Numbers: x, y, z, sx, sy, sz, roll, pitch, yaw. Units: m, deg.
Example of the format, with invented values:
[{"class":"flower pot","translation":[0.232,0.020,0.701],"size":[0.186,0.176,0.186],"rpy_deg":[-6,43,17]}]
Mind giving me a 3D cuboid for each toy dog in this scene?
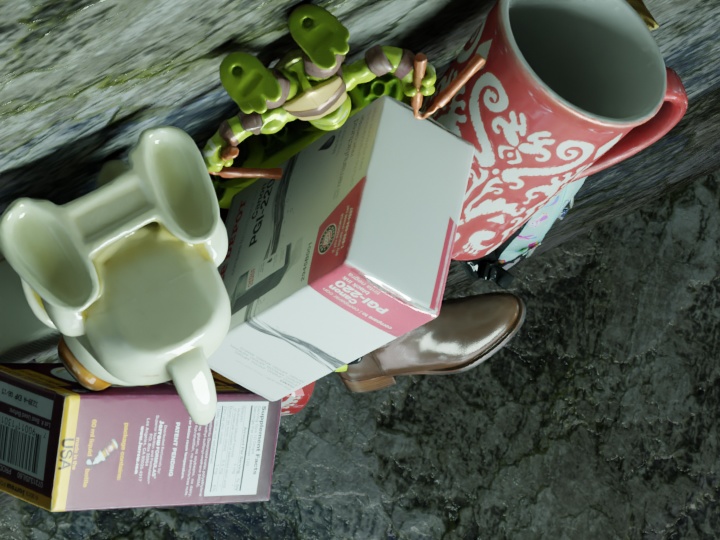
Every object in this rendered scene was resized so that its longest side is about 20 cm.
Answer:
[{"class":"toy dog","translation":[-0.144,0.014,1.483],"size":[0.139,0.194,0.200],"rpy_deg":[-39,178,-14]}]

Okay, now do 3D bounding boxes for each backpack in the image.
[{"class":"backpack","translation":[0.123,-0.100,1.954],"size":[0.127,0.167,0.200],"rpy_deg":[-42,175,-30]}]

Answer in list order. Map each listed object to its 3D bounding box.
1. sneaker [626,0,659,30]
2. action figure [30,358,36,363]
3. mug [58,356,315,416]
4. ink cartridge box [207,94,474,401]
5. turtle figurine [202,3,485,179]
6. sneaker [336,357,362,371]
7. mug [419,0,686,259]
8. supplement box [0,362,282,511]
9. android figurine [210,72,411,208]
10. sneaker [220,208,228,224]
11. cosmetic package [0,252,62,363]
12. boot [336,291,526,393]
[{"class":"sneaker","translation":[0.170,-0.185,1.702],"size":[0.090,0.075,0.200],"rpy_deg":[-34,172,13]},{"class":"action figure","translation":[-0.213,0.081,1.813],"size":[0.130,0.200,0.069],"rpy_deg":[6,-151,31]},{"class":"mug","translation":[-0.137,0.072,1.953],"size":[0.200,0.134,0.177],"rpy_deg":[0,165,-32]},{"class":"ink cartridge box","translation":[-0.022,-0.013,1.557],"size":[0.200,0.085,0.146],"rpy_deg":[-32,-143,50]},{"class":"turtle figurine","translation":[-0.024,-0.122,1.424],"size":[0.200,0.065,0.161],"rpy_deg":[-19,167,6]},{"class":"sneaker","translation":[0.000,0.000,1.798],"size":[0.072,0.083,0.200],"rpy_deg":[-3,134,-12]},{"class":"mug","translation":[0.125,-0.094,1.604],"size":[0.200,0.177,0.134],"rpy_deg":[-47,-160,45]},{"class":"supplement box","translation":[-0.169,0.118,1.627],"size":[0.200,0.086,0.110],"rpy_deg":[2,-171,-44]},{"class":"android figurine","translation":[-0.039,-0.101,1.672],"size":[0.182,0.041,0.200],"rpy_deg":[-29,172,14]},{"class":"sneaker","translation":[-0.073,-0.042,1.830],"size":[0.200,0.081,0.075],"rpy_deg":[-25,169,-12]},{"class":"cosmetic package","translation":[-0.210,0.005,1.646],"size":[0.200,0.073,0.104],"rpy_deg":[-28,174,-1]},{"class":"boot","translation":[0.033,0.019,1.930],"size":[0.186,0.064,0.200],"rpy_deg":[-24,140,6]}]
